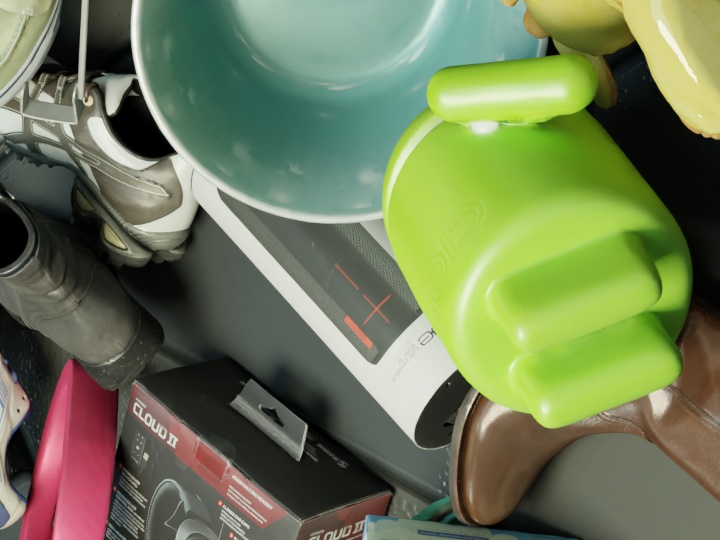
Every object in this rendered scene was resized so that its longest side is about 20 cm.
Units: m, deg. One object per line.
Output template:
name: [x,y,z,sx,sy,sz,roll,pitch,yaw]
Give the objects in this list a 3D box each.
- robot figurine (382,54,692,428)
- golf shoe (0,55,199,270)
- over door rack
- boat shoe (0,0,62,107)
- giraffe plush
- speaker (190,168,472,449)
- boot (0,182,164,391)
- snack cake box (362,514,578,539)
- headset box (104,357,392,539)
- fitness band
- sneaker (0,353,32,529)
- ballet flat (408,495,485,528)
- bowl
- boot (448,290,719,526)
robot figurine: [0.077,-0.013,1.147,0.200,0.116,0.176,-118,6,-57]
golf shoe: [-0.160,-0.095,1.475,0.200,0.078,0.095,43,124,16]
over door rack: [-0.111,-0.182,1.342,0.067,0.148,0.200,23,143,-5]
boat shoe: [-0.196,-0.181,1.413,0.072,0.062,0.200,25,103,9]
giraffe plush: [0.131,-0.140,1.126,0.162,0.200,0.173,174,100,-72]
speaker: [0.000,0.000,1.332,0.200,0.081,0.081,48,129,26]
boot: [-0.198,-0.017,1.464,0.070,0.132,0.200,-50,36,-9]
snack cake box: [0.047,0.234,1.312,0.115,0.067,0.200,7,111,-3]
headset box: [-0.075,0.158,1.446,0.149,0.077,0.200,36,122,34]
fitness band: [-0.172,0.139,1.490,0.200,0.037,0.144,-99,25,-60]
sneaker: [-0.247,0.065,1.545,0.075,0.088,0.200,2,93,57]
ballet flat: [0.017,0.203,1.377,0.070,0.067,0.200,35,122,50]
bowl: [-0.013,-0.135,1.255,0.105,0.201,0.201,-99,18,-66]
boot: [0.147,0.093,1.224,0.200,0.064,0.186,34,120,29]
